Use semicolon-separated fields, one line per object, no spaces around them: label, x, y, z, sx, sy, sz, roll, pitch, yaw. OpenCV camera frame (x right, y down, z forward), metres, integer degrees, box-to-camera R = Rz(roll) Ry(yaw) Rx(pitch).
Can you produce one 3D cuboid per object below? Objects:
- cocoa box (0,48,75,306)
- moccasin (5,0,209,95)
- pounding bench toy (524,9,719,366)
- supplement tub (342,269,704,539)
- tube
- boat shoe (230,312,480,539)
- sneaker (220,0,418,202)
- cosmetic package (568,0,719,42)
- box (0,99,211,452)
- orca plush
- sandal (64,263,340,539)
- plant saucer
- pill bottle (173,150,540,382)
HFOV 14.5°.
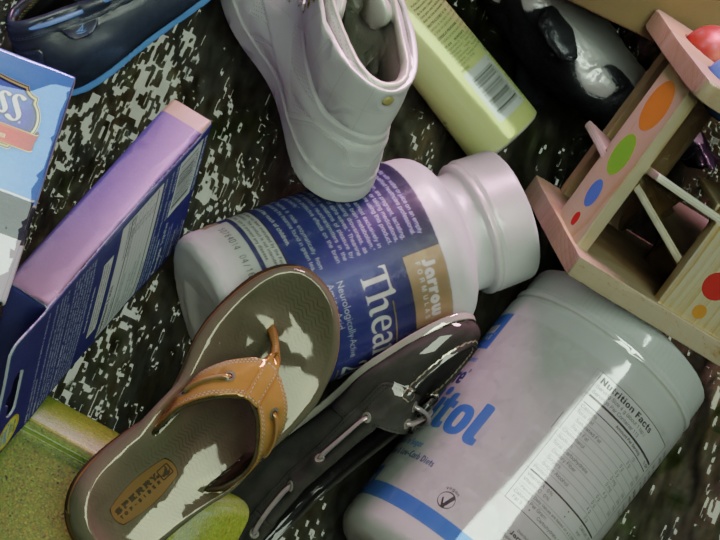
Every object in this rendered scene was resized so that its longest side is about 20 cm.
cocoa box;-0.252;-0.055;1.547;0.133;0.200;0.132;21;79;-15
moccasin;-0.119;-0.184;1.640;0.200;0.080;0.068;-46;133;-6
pounding bench toy;0.231;-0.038;1.679;0.200;0.124;0.156;30;106;-20
supplement tub;0.096;0.114;1.679;0.132;0.132;0.200;42;75;-10
tube;0.028;-0.157;1.720;0.052;0.058;0.200;-41;100;-14
boat shoe;-0.004;0.099;1.649;0.200;0.067;0.057;-35;73;13
sneaker;-0.019;-0.153;1.635;0.073;0.116;0.200;-6;55;-27
cosmetic package;0.177;-0.197;1.706;0.200;0.071;0.105;19;109;-37
box;-0.156;0.006;1.578;0.032;0.121;0.200;31;52;8
orca plush;0.132;-0.122;1.759;0.200;0.071;0.105;38;31;-21
sandal;-0.080;0.083;1.558;0.200;0.054;0.080;-46;105;-13
plant saucer;-0.190;0.163;1.585;0.199;0.048;0.200;28;67;4
pill bottle;0.000;0.000;1.667;0.199;0.111;0.111;-21;92;-17
